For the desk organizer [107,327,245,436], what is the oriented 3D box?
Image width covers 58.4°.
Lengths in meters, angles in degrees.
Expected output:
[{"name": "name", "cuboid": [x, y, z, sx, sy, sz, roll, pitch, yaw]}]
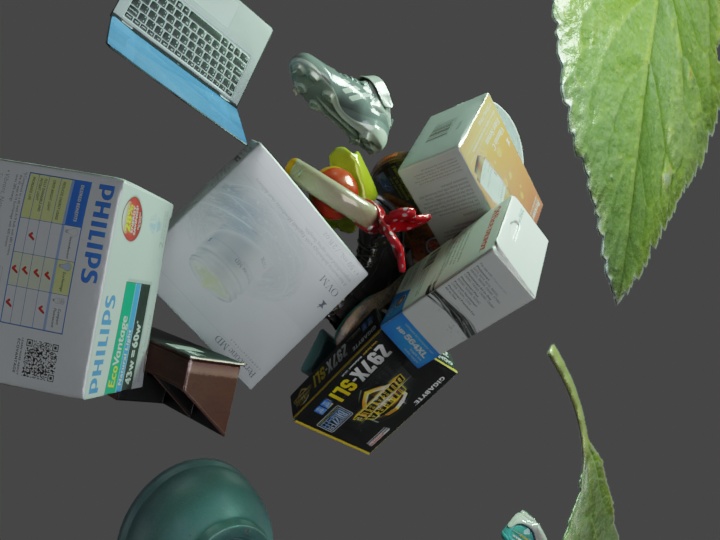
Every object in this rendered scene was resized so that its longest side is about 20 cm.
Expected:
[{"name": "desk organizer", "cuboid": [-0.220, 0.116, 0.716, 0.071, 0.197, 0.079, 17, 85, -46]}]

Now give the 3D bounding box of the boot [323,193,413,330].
[{"name": "boot", "cuboid": [0.000, 0.000, 0.948, 0.175, 0.068, 0.202, -50, 135, -23]}]

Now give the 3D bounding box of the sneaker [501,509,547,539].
[{"name": "sneaker", "cuboid": [0.330, 0.555, 1.246, 0.079, 0.077, 0.203, -32, 107, -10]}]

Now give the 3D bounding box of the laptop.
[{"name": "laptop", "cuboid": [-0.192, -0.282, 0.776, 0.185, 0.114, 0.205, 32, 73, -34]}]

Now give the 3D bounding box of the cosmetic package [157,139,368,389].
[{"name": "cosmetic package", "cuboid": [-0.132, -0.011, 0.777, 0.200, 0.123, 0.200, -43, 108, -2]}]

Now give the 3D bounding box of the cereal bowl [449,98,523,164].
[{"name": "cereal bowl", "cuboid": [0.181, -0.177, 1.081, 0.196, 0.082, 0.207, -1, 92, -37]}]

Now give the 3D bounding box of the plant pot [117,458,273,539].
[{"name": "plant pot", "cuboid": [-0.186, 0.353, 0.797, 0.196, 0.133, 0.207, -1, 92, -36]}]

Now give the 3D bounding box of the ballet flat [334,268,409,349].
[{"name": "ballet flat", "cuboid": [0.047, 0.059, 0.939, 0.199, 0.066, 0.069, -39, 141, -31]}]

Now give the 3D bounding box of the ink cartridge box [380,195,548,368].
[{"name": "ink cartridge box", "cuboid": [0.135, 0.015, 0.833, 0.085, 0.199, 0.147, 46, 37, -10]}]

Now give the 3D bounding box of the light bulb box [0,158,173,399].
[{"name": "light bulb box", "cuboid": [-0.311, 0.006, 0.633, 0.194, 0.125, 0.205, 9, 87, 7]}]

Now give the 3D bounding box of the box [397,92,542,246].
[{"name": "box", "cuboid": [0.165, -0.118, 0.930, 0.202, 0.104, 0.154, 55, 43, -24]}]

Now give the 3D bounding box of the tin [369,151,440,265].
[{"name": "tin", "cuboid": [0.088, -0.092, 1.004, 0.202, 0.110, 0.042, 55, 24, -25]}]

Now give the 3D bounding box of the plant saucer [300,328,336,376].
[{"name": "plant saucer", "cuboid": [-0.005, 0.172, 0.997, 0.199, 0.019, 0.071, 40, 69, -30]}]

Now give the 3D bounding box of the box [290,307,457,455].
[{"name": "box", "cuboid": [0.017, 0.165, 0.926, 0.158, 0.050, 0.200, 33, 113, -30]}]

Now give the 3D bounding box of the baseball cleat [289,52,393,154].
[{"name": "baseball cleat", "cuboid": [-0.024, -0.262, 0.942, 0.200, 0.068, 0.109, 42, 61, -40]}]

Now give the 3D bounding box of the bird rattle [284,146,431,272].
[{"name": "bird rattle", "cuboid": [-0.017, -0.079, 0.813, 0.161, 0.201, 0.114, 23, 108, -38]}]
